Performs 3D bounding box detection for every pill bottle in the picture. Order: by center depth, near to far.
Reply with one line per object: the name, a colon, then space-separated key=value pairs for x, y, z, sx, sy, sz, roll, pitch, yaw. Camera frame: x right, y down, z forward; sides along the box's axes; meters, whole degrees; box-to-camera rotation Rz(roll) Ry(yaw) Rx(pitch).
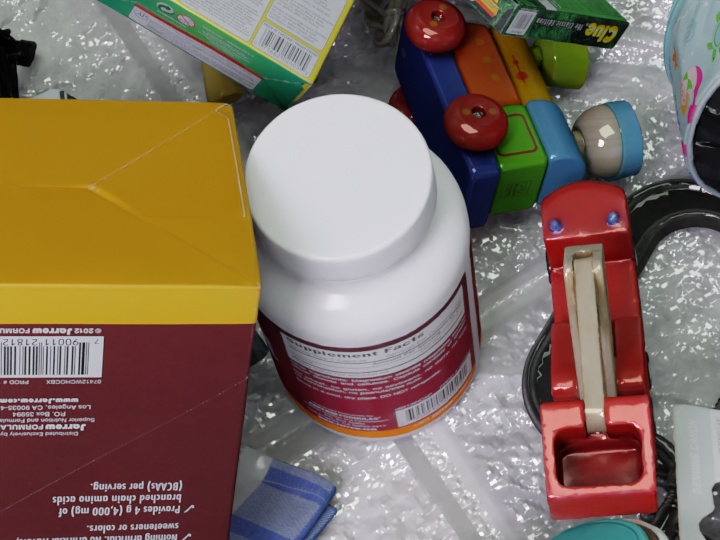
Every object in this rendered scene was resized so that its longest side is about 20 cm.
pill bottle: x=0.000 y=0.000 z=0.861 sx=0.113 sy=0.200 sz=0.113 roll=-2 pitch=64 yaw=5

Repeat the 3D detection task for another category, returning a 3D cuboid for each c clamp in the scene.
c clamp: x=0.178 y=0.049 z=0.917 sx=0.171 sy=0.027 sz=0.200 roll=19 pitch=70 yaw=21

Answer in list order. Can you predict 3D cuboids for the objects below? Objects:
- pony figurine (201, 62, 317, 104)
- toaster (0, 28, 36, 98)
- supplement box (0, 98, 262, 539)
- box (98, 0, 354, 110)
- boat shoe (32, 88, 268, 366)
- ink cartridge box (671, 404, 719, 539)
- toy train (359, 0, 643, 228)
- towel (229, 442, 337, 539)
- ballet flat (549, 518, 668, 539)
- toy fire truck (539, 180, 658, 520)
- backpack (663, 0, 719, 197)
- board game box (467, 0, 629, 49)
pony figurine: x=-0.088 y=-0.194 z=0.990 sx=0.166 sy=0.193 sz=0.200 roll=-23 pitch=83 yaw=-1
toaster: x=-0.248 y=-0.070 z=0.942 sx=0.118 sy=0.200 sz=0.181 roll=-10 pitch=72 yaw=5
supplement box: x=-0.155 y=0.041 z=0.793 sx=0.197 sy=0.200 sz=0.133 roll=0 pitch=39 yaw=-12
box: x=-0.040 y=-0.195 z=0.887 sx=0.117 sy=0.048 sz=0.200 roll=30 pitch=68 yaw=-12
boat shoe: x=-0.114 y=-0.025 z=0.957 sx=0.068 sy=0.074 sz=0.199 roll=-30 pitch=65 yaw=-3
ink cartridge box: x=0.234 y=0.148 z=0.789 sx=0.200 sy=0.050 sz=0.162 roll=11 pitch=40 yaw=-1
toy train: x=0.074 y=-0.120 z=0.986 sx=0.116 sy=0.085 sz=0.200 roll=-9 pitch=55 yaw=-15
towel: x=-0.127 y=0.115 z=0.887 sx=0.200 sy=0.024 sz=0.147 roll=24 pitch=42 yaw=17
ballet flat: x=0.085 y=0.158 z=0.798 sx=0.069 sy=0.200 sz=0.070 roll=12 pitch=69 yaw=-32
toy fire truck: x=0.112 y=0.034 z=0.844 sx=0.049 sy=0.141 sz=0.200 roll=-6 pitch=64 yaw=10
backpack: x=0.256 y=-0.116 z=0.898 sx=0.200 sy=0.178 sz=0.151 roll=-10 pitch=62 yaw=0
board game box: x=0.054 y=-0.194 z=0.976 sx=0.200 sy=0.105 sz=0.023 roll=50 pitch=120 yaw=30
